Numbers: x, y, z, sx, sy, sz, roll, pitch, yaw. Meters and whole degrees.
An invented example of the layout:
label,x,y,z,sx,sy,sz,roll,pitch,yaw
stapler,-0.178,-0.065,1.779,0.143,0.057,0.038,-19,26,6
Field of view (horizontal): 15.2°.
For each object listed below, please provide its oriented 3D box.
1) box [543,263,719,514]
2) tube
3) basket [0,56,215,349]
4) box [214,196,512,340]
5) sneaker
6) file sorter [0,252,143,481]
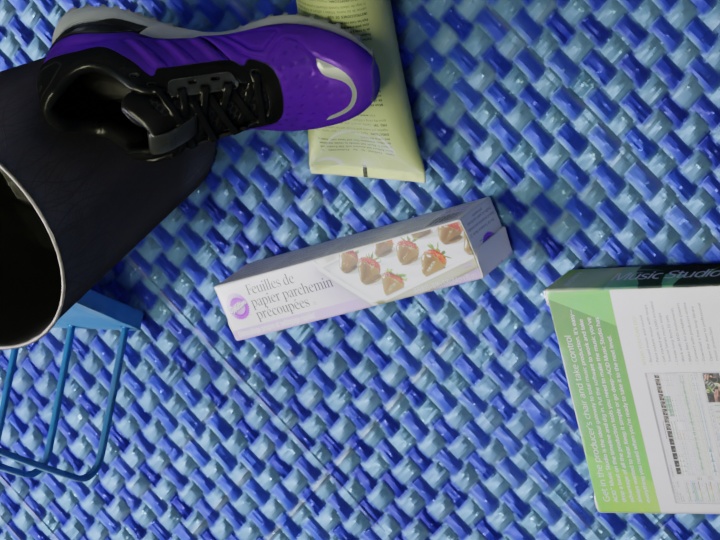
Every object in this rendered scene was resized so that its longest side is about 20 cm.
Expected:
label,x,y,z,sx,sy,sz,roll,pitch,yaw
box,0.210,0.067,1.526,0.199,0.036,0.145,-3,110,34
tube,-0.009,-0.144,1.568,0.058,0.052,0.201,-139,36,-58
basket,-0.187,-0.059,1.629,0.180,0.200,0.136,29,126,22
box,0.000,0.000,1.634,0.200,0.041,0.039,-15,103,38
sneaker,-0.091,-0.096,1.538,0.199,0.100,0.070,3,125,11
file sorter,-0.269,0.064,1.758,0.199,0.139,0.123,0,75,34
